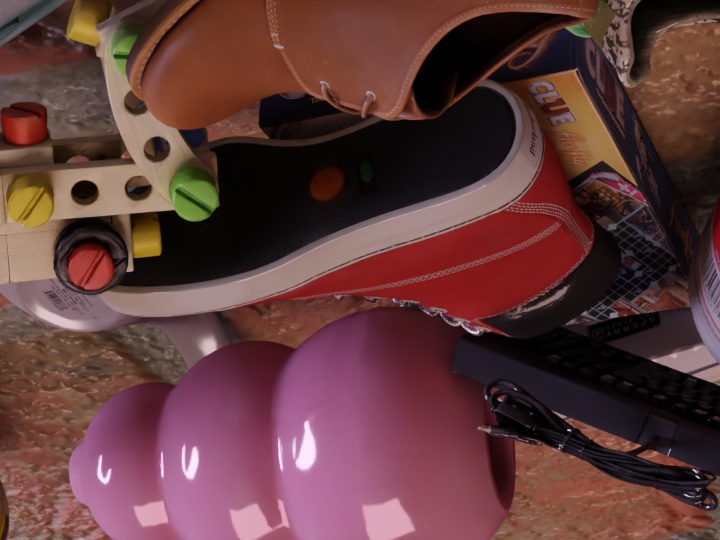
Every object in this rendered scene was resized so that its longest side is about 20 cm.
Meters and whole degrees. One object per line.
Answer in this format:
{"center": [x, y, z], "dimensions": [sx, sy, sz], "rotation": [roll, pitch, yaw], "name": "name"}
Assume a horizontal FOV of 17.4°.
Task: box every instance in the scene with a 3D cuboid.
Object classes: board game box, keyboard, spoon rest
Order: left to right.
{"center": [-0.107, 0.019, 1.111], "dimensions": [0.099, 0.061, 0.200], "rotation": [-13, 134, 23], "name": "spoon rest"}
{"center": [0.058, -0.035, 1.010], "dimensions": [0.135, 0.035, 0.200], "rotation": [-9, 149, 19], "name": "board game box"}
{"center": [0.127, 0.062, 0.966], "dimensions": [0.200, 0.021, 0.127], "rotation": [20, -157, 28], "name": "keyboard"}

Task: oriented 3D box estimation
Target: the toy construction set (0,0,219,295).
{"center": [-0.134, -0.058, 0.901], "dimensions": [0.200, 0.092, 0.131], "rotation": [1, 115, 4], "name": "toy construction set"}

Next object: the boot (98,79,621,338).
{"center": [0.000, 0.000, 0.973], "dimensions": [0.200, 0.072, 0.144], "rotation": [-13, 149, 19], "name": "boot"}

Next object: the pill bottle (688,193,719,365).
{"center": [0.204, -0.031, 0.926], "dimensions": [0.112, 0.112, 0.200], "rotation": [5, 151, -5], "name": "pill bottle"}

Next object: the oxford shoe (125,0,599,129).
{"center": [-0.005, -0.077, 0.785], "dimensions": [0.200, 0.071, 0.071], "rotation": [-21, 167, 41], "name": "oxford shoe"}

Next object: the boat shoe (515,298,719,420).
{"center": [0.117, 0.043, 1.116], "dimensions": [0.200, 0.071, 0.070], "rotation": [-19, 143, 22], "name": "boat shoe"}

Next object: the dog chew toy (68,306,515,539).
{"center": [-0.034, 0.083, 1.061], "dimensions": [0.200, 0.125, 0.125], "rotation": [-6, 150, 14], "name": "dog chew toy"}

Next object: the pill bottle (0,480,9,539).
{"center": [-0.245, 0.094, 1.186], "dimensions": [0.109, 0.109, 0.200], "rotation": [1, 151, 2], "name": "pill bottle"}

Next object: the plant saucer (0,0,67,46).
{"center": [-0.145, -0.073, 0.770], "dimensions": [0.200, 0.200, 0.027], "rotation": [-28, 100, 42], "name": "plant saucer"}

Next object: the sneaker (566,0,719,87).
{"center": [0.080, -0.107, 0.788], "dimensions": [0.200, 0.089, 0.077], "rotation": [5, 166, 37], "name": "sneaker"}
